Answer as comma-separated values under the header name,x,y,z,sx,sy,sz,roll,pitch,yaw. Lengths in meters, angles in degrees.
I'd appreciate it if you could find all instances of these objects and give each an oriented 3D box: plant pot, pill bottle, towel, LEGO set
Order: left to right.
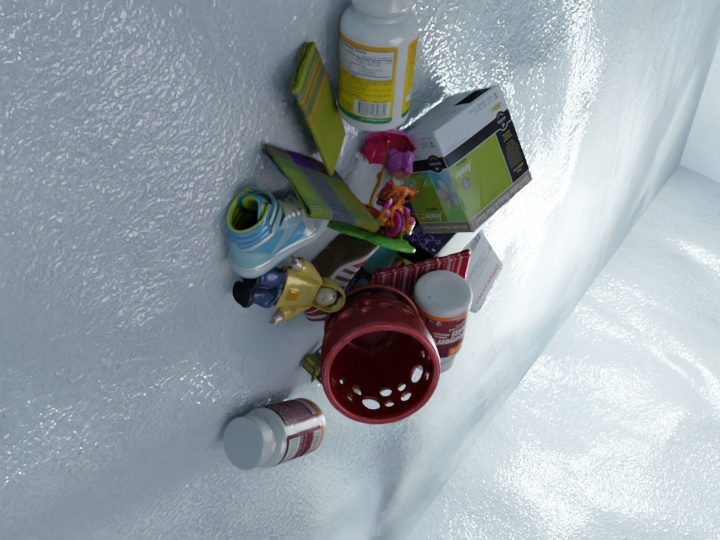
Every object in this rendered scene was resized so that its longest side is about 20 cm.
name,x,y,z,sx,sy,sz,roll,pitch,yaw
pill bottle,-0.164,0.315,1.392,0.199,0.114,0.115,2,118,-60
towel,-0.060,-0.229,1.046,0.200,0.018,0.087,66,36,-60
towel,-0.055,-0.118,1.076,0.023,0.144,0.200,-44,159,19
LEGO set,-0.013,0.191,1.491,0.200,0.116,0.154,-41,154,-20
plant pot,0.024,0.133,1.248,0.198,0.183,0.202,-4,117,-7
pill bottle,0.024,-0.312,1.027,0.113,0.112,0.201,-38,148,-33
towel,0.114,0.026,1.390,0.198,0.023,0.145,-12,143,-10
pill bottle,0.148,0.104,1.382,0.109,0.109,0.201,-39,148,-32

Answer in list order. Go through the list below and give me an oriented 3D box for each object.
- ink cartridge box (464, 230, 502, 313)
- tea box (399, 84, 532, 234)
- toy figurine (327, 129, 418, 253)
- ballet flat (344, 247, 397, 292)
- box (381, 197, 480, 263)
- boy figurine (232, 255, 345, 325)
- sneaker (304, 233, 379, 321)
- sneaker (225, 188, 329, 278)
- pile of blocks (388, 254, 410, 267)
name,x,y,z,sx,sy,sz,roll,pitch,yaw
ink cartridge box,0.226,-0.020,1.634,0.147,0.084,0.200,-57,133,-19
tea box,0.183,-0.199,1.312,0.200,0.133,0.198,-38,113,-32
toy figurine,0.043,-0.142,1.199,0.149,0.200,0.186,9,101,-30
ballet flat,0.000,0.000,1.380,0.201,0.072,0.072,-57,154,-2
box,0.157,-0.103,1.454,0.200,0.141,0.079,-46,152,-23
boy figurine,-0.111,0.037,1.178,0.199,0.064,0.125,12,110,-41
sneaker,-0.036,0.012,1.326,0.200,0.071,0.113,-39,145,-19
sneaker,-0.117,-0.088,1.069,0.200,0.079,0.131,-44,152,-27
pile of blocks,0.115,-0.056,1.522,0.200,0.062,0.082,-49,153,-17
